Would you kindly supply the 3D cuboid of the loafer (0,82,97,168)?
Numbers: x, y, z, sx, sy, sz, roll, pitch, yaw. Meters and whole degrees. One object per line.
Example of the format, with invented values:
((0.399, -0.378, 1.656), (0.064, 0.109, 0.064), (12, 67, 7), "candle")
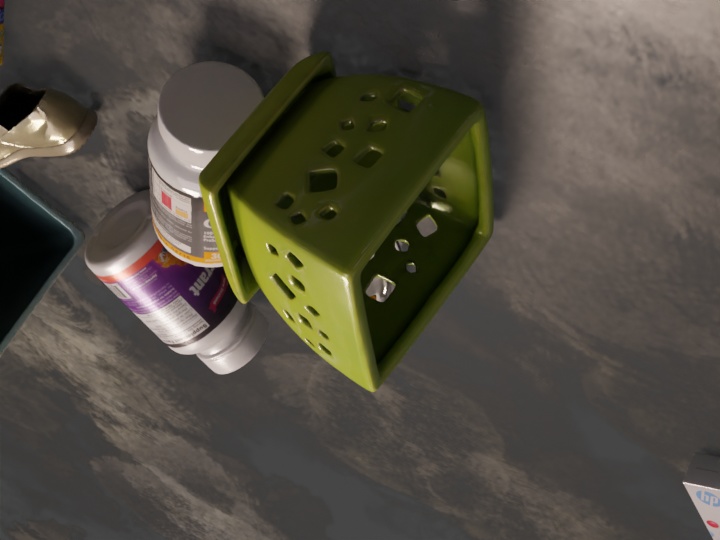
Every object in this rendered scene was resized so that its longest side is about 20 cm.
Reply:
((-0.353, -0.154, 1.751), (0.199, 0.076, 0.068), (-6, 135, 37), "loafer")

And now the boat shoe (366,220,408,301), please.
((0.000, 0.000, 1.640), (0.071, 0.070, 0.200), (24, 153, 14), "boat shoe")

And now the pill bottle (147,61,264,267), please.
((-0.136, -0.096, 1.569), (0.116, 0.117, 0.200), (27, 154, 9), "pill bottle")

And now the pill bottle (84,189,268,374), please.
((-0.189, 0.018, 1.822), (0.111, 0.112, 0.200), (-2, 139, 47), "pill bottle")

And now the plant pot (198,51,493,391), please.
((-0.016, -0.052, 1.441), (0.181, 0.199, 0.200), (27, 154, 23), "plant pot")

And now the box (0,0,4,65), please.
((-0.419, -0.275, 1.471), (0.199, 0.122, 0.194), (20, 121, 20), "box")

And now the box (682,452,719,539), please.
((0.420, 0.262, 1.683), (0.155, 0.041, 0.200), (9, 144, 37), "box")

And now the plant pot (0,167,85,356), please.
((-0.471, -0.016, 1.987), (0.196, 0.197, 0.200), (40, 162, -17), "plant pot")
